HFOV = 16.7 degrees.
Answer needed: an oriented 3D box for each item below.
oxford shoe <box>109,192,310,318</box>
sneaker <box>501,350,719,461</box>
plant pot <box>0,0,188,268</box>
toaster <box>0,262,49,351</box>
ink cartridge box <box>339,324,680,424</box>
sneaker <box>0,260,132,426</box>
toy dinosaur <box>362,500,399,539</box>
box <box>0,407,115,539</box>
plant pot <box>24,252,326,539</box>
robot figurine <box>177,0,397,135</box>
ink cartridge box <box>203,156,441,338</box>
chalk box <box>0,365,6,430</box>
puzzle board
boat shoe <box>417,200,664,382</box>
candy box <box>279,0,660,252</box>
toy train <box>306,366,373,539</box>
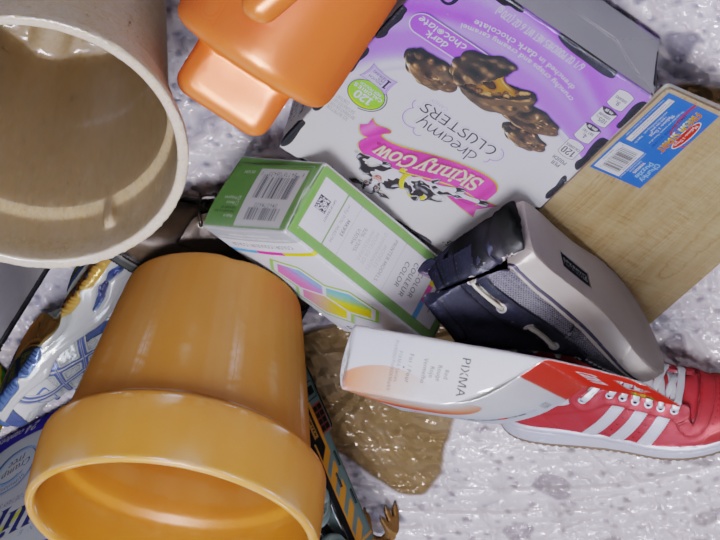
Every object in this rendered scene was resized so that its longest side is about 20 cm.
[{"bbox_3d":[-0.113,-0.032,1.744,0.200,0.073,0.084,19,129,-20],"label":"oxford shoe"},{"bbox_3d":[0.190,0.075,1.760,0.200,0.071,0.113,0,138,14],"label":"sneaker"},{"bbox_3d":[-0.200,-0.136,1.588,0.200,0.184,0.201,2,132,3],"label":"plant pot"},{"bbox_3d":[-0.311,-0.023,1.721,0.181,0.200,0.119,-2,127,23],"label":"toaster"},{"bbox_3d":[0.103,0.084,1.650,0.200,0.050,0.162,13,175,17],"label":"ink cartridge box"},{"bbox_3d":[-0.201,0.061,1.828,0.088,0.075,0.200,30,125,-17],"label":"sneaker"},{"bbox_3d":[-0.022,0.216,1.947,0.106,0.060,0.200,-11,117,35],"label":"toy dinosaur"},{"bbox_3d":[-0.207,0.192,1.860,0.184,0.200,0.105,-28,119,30],"label":"box"},{"bbox_3d":[-0.114,0.096,1.688,0.200,0.183,0.200,7,149,4],"label":"plant pot"},{"bbox_3d":[-0.035,-0.182,1.528,0.200,0.117,0.144,-57,146,6],"label":"robot figurine"},{"bbox_3d":[0.000,0.000,1.699,0.200,0.059,0.104,38,163,-32],"label":"ink cartridge box"},{"bbox_3d":[-0.360,0.127,1.837,0.125,0.200,0.124,-17,124,24],"label":"chalk box"},{"bbox_3d":[0.201,-0.043,1.674,0.151,0.017,0.200,20,132,-30],"label":"puzzle board"},{"bbox_3d":[0.122,0.030,1.679,0.093,0.075,0.200,-29,133,23],"label":"boat shoe"},{"bbox_3d":[0.071,-0.117,1.628,0.168,0.072,0.200,32,129,-15],"label":"candy box"},{"bbox_3d":[-0.048,0.165,1.826,0.085,0.114,0.200,-21,97,27],"label":"toy train"}]
